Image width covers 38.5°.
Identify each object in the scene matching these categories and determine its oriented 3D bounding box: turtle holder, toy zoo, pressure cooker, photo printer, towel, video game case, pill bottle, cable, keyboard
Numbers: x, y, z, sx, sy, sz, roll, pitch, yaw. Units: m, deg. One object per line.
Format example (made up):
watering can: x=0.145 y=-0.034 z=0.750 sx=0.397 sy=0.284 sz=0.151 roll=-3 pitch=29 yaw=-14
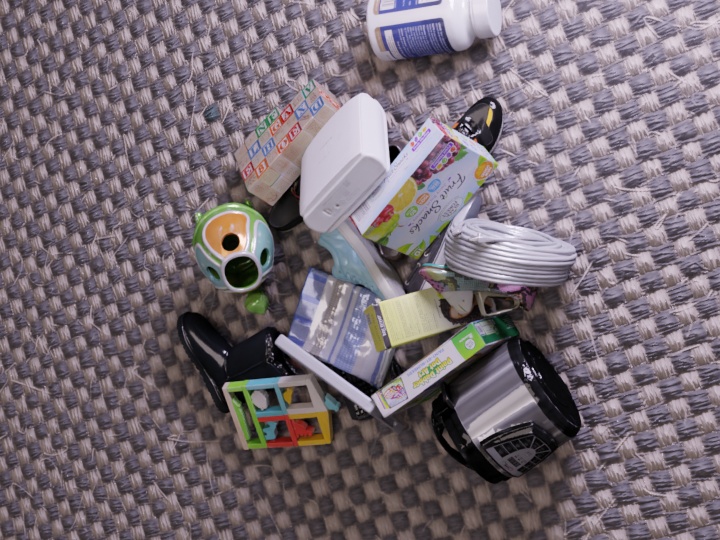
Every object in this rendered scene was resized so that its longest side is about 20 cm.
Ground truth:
turtle holder: x=-0.215 y=-0.015 z=1.757 sx=0.132 sy=0.139 sz=0.187 roll=-117 pitch=34 yaw=-52
toy zoo: x=-0.128 y=0.242 z=1.766 sx=0.198 sy=0.021 sz=0.132 roll=-7 pitch=115 yaw=20
pressure cooker: x=0.213 y=0.223 z=1.563 sx=0.199 sy=0.178 sz=0.177 roll=-36 pitch=76 yaw=17
photo printer: x=-0.026 y=-0.175 z=1.607 sx=0.069 sy=0.201 sz=0.166 roll=31 pitch=123 yaw=-24
towel: x=-0.026 y=0.095 z=1.733 sx=0.198 sy=0.024 sz=0.148 roll=23 pitch=99 yaw=24
video game case: x=-0.031 y=0.185 z=1.655 sx=0.199 sy=0.182 sz=0.022 roll=34 pitch=84 yaw=24
pill bottle: x=0.118 y=-0.400 z=1.635 sx=0.198 sy=0.111 sz=0.112 roll=-3 pitch=89 yaw=24
cable: x=0.223 y=-0.025 z=1.545 sx=0.198 sy=0.200 sz=0.070 roll=11 pitch=101 yaw=1
keyboard: x=0.004 y=0.146 z=1.742 sx=0.126 sy=0.021 sz=0.202 roll=-25 pitch=81 yaw=23

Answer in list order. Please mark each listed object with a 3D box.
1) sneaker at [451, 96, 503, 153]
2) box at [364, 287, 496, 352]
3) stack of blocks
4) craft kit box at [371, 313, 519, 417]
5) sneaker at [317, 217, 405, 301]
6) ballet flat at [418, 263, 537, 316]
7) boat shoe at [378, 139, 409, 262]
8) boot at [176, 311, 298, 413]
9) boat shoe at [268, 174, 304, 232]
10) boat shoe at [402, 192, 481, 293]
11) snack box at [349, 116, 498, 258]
sneaker: x=0.152 y=-0.188 z=1.632 sx=0.070 sy=0.090 sz=0.201 roll=42 pitch=107 yaw=18
box: x=0.111 y=0.065 z=1.612 sx=0.198 sy=0.050 sz=0.076 roll=-17 pitch=83 yaw=-18
stack of blocks: x=-0.120 y=-0.224 z=1.745 sx=0.200 sy=0.058 sz=0.116 roll=-45 pitch=40 yaw=18
craft kit box: x=0.134 y=0.144 z=1.584 sx=0.197 sy=0.200 sz=0.049 roll=-36 pitch=78 yaw=21
sneaker: x=0.000 y=0.000 z=1.716 sx=0.082 sy=0.074 sz=0.201 roll=-45 pitch=61 yaw=17
ballet flat: x=0.183 y=0.034 z=1.581 sx=0.198 sy=0.069 sz=0.072 roll=6 pitch=84 yaw=-20
boat shoe: x=0.049 y=-0.115 z=1.689 sx=0.074 sy=0.073 sz=0.203 roll=2 pitch=91 yaw=24
boot: x=-0.213 y=0.134 z=1.808 sx=0.167 sy=0.076 sz=0.202 roll=-30 pitch=85 yaw=25
boat shoe: x=-0.093 y=-0.144 z=1.762 sx=0.201 sy=0.063 sz=0.074 roll=-44 pitch=76 yaw=20
boat shoe: x=0.127 y=-0.043 z=1.663 sx=0.066 sy=0.070 sz=0.202 roll=30 pitch=110 yaw=20
snack box: x=0.096 y=-0.122 z=1.575 sx=0.200 sy=0.142 sz=0.053 roll=-50 pitch=50 yaw=20
